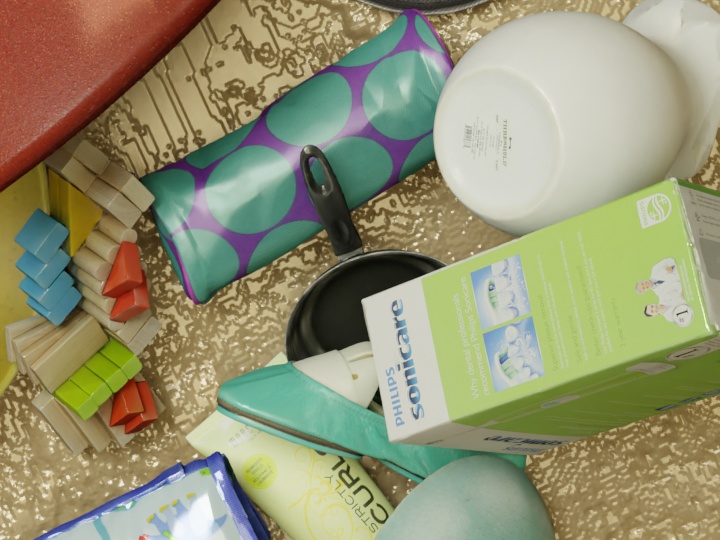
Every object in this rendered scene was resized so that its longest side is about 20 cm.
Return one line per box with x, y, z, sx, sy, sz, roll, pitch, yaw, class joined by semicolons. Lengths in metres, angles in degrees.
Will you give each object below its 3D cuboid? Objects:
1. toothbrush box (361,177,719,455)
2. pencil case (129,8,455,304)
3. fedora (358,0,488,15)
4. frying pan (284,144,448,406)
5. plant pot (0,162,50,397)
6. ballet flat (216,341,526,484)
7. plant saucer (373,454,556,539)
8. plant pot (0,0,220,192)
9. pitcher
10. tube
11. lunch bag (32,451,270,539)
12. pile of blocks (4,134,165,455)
0.126;0.031;1.106;0.199;0.145;0.087;-24;70;33;toothbrush box
-0.032;-0.066;1.186;0.199;0.092;0.085;-31;118;-1;pencil case
0.050;-0.242;1.178;0.200;0.090;0.177;-41;95;0;fedora
-0.012;0.011;1.183;0.115;0.031;0.190;-38;124;15;frying pan
-0.281;-0.018;1.140;0.141;0.200;0.201;4;94;23;plant pot
0.013;0.080;1.195;0.199;0.067;0.071;23;96;-23;ballet flat
0.063;0.206;1.168;0.039;0.201;0.202;13;94;39;plant saucer
-0.161;-0.174;1.044;0.176;0.200;0.201;-26;106;18;plant pot
0.128;-0.060;1.152;0.121;0.200;0.173;6;105;35;pitcher
-0.011;0.149;1.223;0.200;0.058;0.052;50;130;0;tube
-0.112;0.223;1.181;0.169;0.127;0.201;-26;105;-2;lunch bag
-0.149;0.024;1.152;0.082;0.062;0.201;-23;125;-32;pile of blocks
